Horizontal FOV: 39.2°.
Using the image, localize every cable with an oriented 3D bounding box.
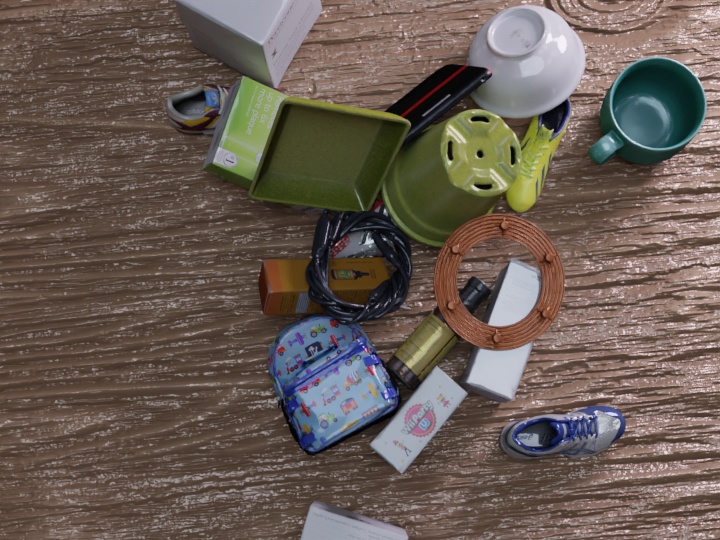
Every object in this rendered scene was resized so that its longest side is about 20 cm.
[{"bbox_3d":[0.000,0.000,1.528,0.161,0.051,0.202,16,55,-15],"label":"cable"}]

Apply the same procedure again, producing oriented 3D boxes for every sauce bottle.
[{"bbox_3d":[0.126,0.095,1.585,0.065,0.065,0.200,43,82,7],"label":"sauce bottle"}]

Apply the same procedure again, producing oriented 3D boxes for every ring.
[{"bbox_3d":[0.206,0.016,1.497,0.197,0.019,0.204,0,86,-4],"label":"ring"}]

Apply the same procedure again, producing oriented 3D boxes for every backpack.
[{"bbox_3d":[-0.051,0.157,1.542,0.181,0.135,0.202,-25,78,-4],"label":"backpack"}]

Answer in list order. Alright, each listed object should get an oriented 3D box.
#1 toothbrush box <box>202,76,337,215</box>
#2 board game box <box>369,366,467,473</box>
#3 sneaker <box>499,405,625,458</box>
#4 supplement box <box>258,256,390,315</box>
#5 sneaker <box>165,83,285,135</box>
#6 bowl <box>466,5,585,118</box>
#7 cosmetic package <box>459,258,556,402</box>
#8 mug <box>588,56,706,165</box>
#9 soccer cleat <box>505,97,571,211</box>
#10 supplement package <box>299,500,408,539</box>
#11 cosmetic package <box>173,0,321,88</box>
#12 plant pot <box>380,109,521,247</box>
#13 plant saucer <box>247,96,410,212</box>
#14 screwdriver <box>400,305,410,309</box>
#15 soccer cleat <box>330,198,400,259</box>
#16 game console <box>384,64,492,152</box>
[{"bbox_3d":[-0.128,-0.193,1.592,0.198,0.086,0.147,23,81,-20],"label":"toothbrush box"},{"bbox_3d":[0.083,0.223,1.493,0.064,0.200,0.148,40,84,9],"label":"board game box"},{"bbox_3d":[0.314,0.252,1.542,0.197,0.088,0.076,-11,78,-2],"label":"sneaker"},{"bbox_3d":[-0.055,0.024,1.562,0.197,0.069,0.067,-2,51,-15],"label":"supplement box"},{"bbox_3d":[-0.215,-0.264,1.637,0.197,0.090,0.076,-10,80,-1],"label":"sneaker"},{"bbox_3d":[0.254,-0.351,1.609,0.198,0.091,0.204,-9,60,16],"label":"bowl"},{"bbox_3d":[0.225,0.097,1.559,0.080,0.113,0.202,22,79,3],"label":"cosmetic package"},{"bbox_3d":[0.443,-0.246,1.612,0.182,0.114,0.154,-5,81,1],"label":"mug"},{"bbox_3d":[0.283,-0.193,1.620,0.064,0.084,0.202,23,82,4],"label":"soccer cleat"},{"bbox_3d":[-0.029,0.460,1.479,0.150,0.151,0.203,17,81,3],"label":"supplement package"},{"bbox_3d":[-0.174,-0.424,1.609,0.165,0.200,0.169,29,83,6],"label":"cosmetic package"},{"bbox_3d":[0.150,-0.154,1.539,0.197,0.184,0.204,3,78,-16],"label":"plant pot"},{"bbox_3d":[-0.051,-0.178,1.501,0.197,0.201,0.048,7,49,-20],"label":"plant saucer"},{"bbox_3d":[-0.017,0.039,1.613,0.197,0.028,0.030,6,109,3],"label":"screwdriver"},{"bbox_3d":[0.011,-0.046,1.610,0.200,0.069,0.085,-41,78,-10],"label":"soccer cleat"},{"bbox_3d":[0.101,-0.255,1.594,0.199,0.177,0.031,-39,112,-5],"label":"game console"}]
